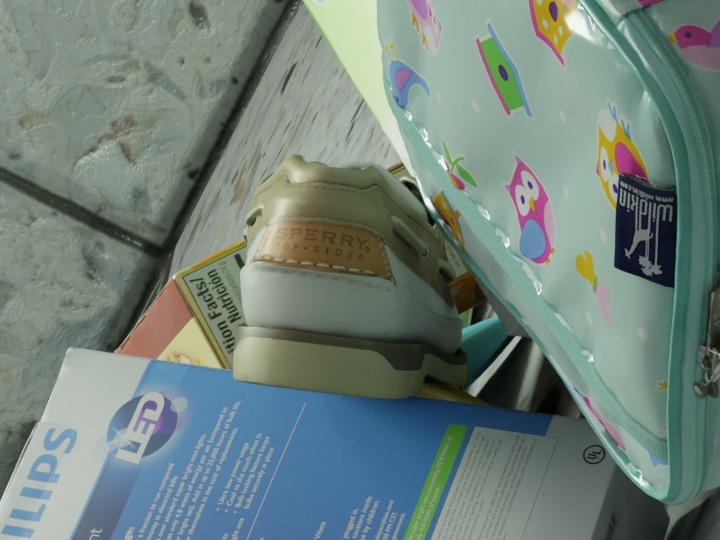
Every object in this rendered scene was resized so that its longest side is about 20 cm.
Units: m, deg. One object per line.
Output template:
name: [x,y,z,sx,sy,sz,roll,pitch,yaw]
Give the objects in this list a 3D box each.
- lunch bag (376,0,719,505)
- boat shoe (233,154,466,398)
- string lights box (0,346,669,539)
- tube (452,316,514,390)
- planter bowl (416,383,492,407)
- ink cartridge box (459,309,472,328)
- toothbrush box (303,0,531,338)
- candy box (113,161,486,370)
lunch bag: [0.069,-0.040,0.792,0.200,0.077,0.161,-122,23,-43]
boat shoe: [0.000,0.000,0.935,0.200,0.074,0.069,-49,-35,-88]
string lights box: [-0.016,0.091,0.915,0.103,0.199,0.059,-67,-30,-28]
tube: [-0.007,0.070,1.205,0.200,0.051,0.077,-29,-11,-43]
planter bowl: [-0.012,0.138,0.973,0.084,0.199,0.201,64,-140,-50]
ink cartridge box: [0.011,0.042,1.417,0.201,0.048,0.146,-78,15,-50]
toothbrush box: [0.074,-0.092,0.969,0.146,0.086,0.200,-57,43,28]
candy box: [0.010,-0.002,1.151,0.199,0.056,0.115,-28,-7,-22]
